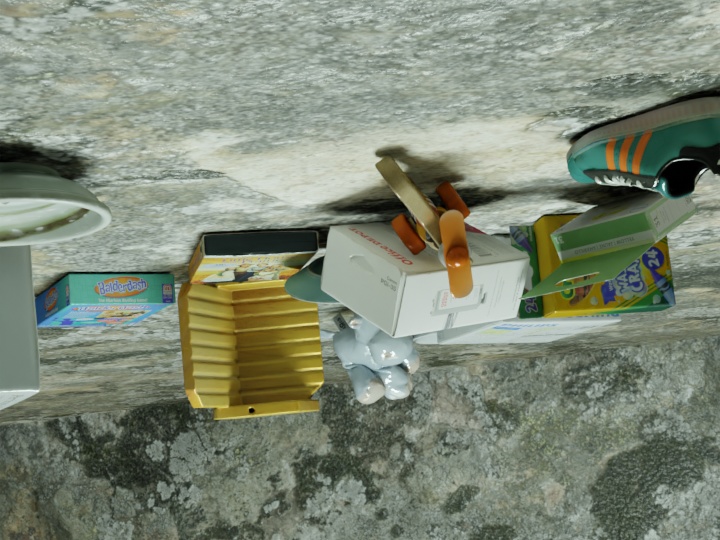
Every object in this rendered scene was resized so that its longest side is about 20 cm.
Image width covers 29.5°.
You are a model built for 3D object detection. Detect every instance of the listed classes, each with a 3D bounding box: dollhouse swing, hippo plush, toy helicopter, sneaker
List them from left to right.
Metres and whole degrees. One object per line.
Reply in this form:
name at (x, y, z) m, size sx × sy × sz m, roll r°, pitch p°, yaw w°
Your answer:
dollhouse swing at (-0.148, 0.099, 1.898) m, size 0.180 × 0.202 × 0.176 m, roll -5°, pitch 172°, yaw 0°
hippo plush at (0.035, 0.110, 2.344) m, size 0.159 × 0.200 × 0.161 m, roll -26°, pitch 157°, yaw -34°
toy helicopter at (0.068, -0.053, 1.420) m, size 0.079 × 0.133 × 0.200 m, roll -35°, pitch 146°, yaw 7°
sneaker at (0.276, -0.104, 1.321) m, size 0.071 × 0.081 × 0.199 m, roll 1°, pitch 168°, yaw -35°

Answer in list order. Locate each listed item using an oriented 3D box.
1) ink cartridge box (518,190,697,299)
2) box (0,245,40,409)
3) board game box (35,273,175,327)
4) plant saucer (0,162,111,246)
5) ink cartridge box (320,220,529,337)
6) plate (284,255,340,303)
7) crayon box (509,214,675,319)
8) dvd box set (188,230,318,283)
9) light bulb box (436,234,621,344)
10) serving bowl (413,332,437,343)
ink cartridge box at (0.283, -0.036, 1.597) m, size 0.145 × 0.048 × 0.199 m, roll -15°, pitch -169°, yaw 47°
box at (-0.460, 0.053, 1.482) m, size 0.170 × 0.202 × 0.199 m, roll -2°, pitch 169°, yaw -30°
board game box at (-0.366, 0.044, 1.938) m, size 0.151 × 0.045 × 0.200 m, roll 1°, pitch 169°, yaw -28°
plant saucer at (-0.339, -0.066, 1.304) m, size 0.198 × 0.051 × 0.200 m, roll -6°, pitch 170°, yaw -1°
ink cartridge box at (0.073, 0.002, 1.589) m, size 0.199 × 0.083 × 0.146 m, roll -7°, pitch -153°, yaw -39°
plate at (0.000, 0.000, 1.737) m, size 0.198 × 0.026 × 0.200 m, roll -6°, pitch -163°, yaw 2°
crayon box at (0.299, -0.007, 1.761) m, size 0.198 × 0.127 × 0.052 m, roll -3°, pitch 170°, yaw -11°
dvd box set at (-0.141, -0.016, 1.761) m, size 0.145 × 0.030 × 0.200 m, roll -3°, pitch 170°, yaw -14°
light bulb box at (0.232, 0.030, 1.945) m, size 0.197 × 0.126 × 0.200 m, roll 0°, pitch 168°, yaw -24°
serving bowl at (0.187, 0.084, 2.406) m, size 0.198 × 0.066 × 0.200 m, roll -5°, pitch 170°, yaw -1°
